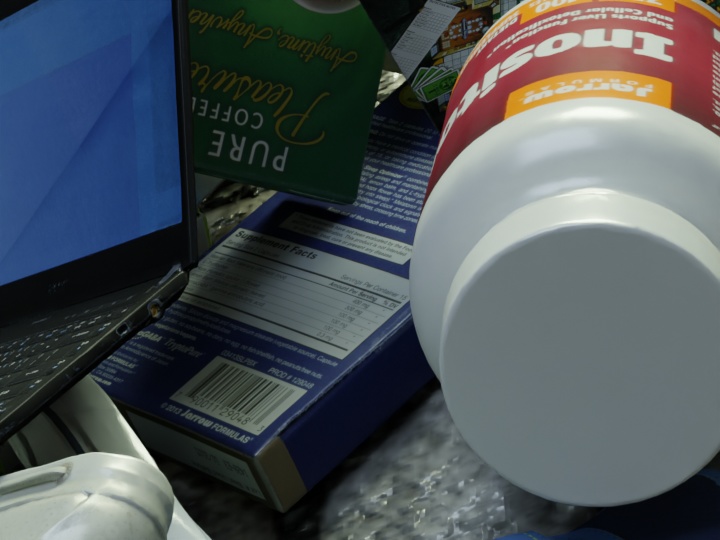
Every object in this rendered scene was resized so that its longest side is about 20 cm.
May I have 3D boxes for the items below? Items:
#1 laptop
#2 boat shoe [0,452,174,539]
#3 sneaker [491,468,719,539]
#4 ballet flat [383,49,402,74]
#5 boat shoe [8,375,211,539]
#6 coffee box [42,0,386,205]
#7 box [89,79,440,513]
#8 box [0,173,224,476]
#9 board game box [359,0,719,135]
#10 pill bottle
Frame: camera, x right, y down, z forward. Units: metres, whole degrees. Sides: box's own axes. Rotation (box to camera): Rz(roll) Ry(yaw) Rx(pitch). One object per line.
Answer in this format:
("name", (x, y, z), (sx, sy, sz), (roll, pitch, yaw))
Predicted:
("laptop", (-0.142, -0.007, 0.845), (0.200, 0.103, 0.177), (-41, 14, -33))
("boat shoe", (-0.124, 0.096, 0.792), (0.200, 0.071, 0.070), (-25, 35, 49))
("sneaker", (0.033, 0.110, 0.716), (0.200, 0.082, 0.074), (-35, 32, -16))
("ballet flat", (0.056, -0.096, 0.949), (0.200, 0.070, 0.069), (9, 46, 45))
("boat shoe", (-0.086, 0.093, 0.833), (0.067, 0.074, 0.200), (-33, 33, -11))
("coffee box", (-0.037, -0.131, 0.920), (0.044, 0.123, 0.200), (12, 92, 46))
("box", (0.000, 0.000, 0.940), (0.200, 0.032, 0.121), (-42, 35, -24))
("box", (-0.151, 0.010, 0.987), (0.122, 0.048, 0.200), (31, 61, 28))
("board game box", (0.099, -0.118, 0.880), (0.200, 0.105, 0.023), (-31, -5, 17))
("pill bottle", (0.074, -0.011, 0.790), (0.113, 0.113, 0.200), (-18, 19, 13))
